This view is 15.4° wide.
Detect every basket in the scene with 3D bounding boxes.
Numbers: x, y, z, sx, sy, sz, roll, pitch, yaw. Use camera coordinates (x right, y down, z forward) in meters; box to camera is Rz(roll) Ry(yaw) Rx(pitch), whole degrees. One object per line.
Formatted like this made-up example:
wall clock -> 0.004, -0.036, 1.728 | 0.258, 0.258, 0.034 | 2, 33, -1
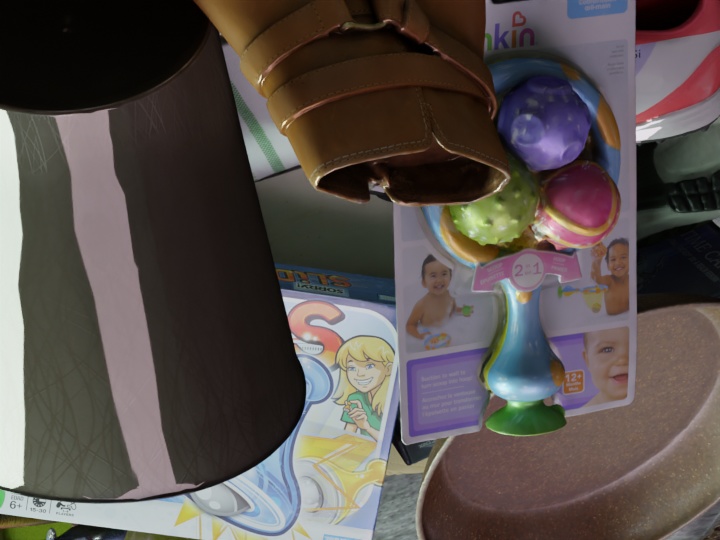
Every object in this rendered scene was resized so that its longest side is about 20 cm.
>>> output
basket -> -0.110, -0.023, 1.064 | 0.180, 0.136, 0.200 | 5, 134, 4

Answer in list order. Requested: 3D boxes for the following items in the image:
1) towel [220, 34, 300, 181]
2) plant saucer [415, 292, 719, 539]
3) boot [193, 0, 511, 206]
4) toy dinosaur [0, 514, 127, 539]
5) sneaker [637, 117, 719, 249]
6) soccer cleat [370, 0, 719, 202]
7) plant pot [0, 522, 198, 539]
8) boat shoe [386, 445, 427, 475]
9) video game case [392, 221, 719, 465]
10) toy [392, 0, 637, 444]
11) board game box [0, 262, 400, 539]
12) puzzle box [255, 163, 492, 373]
towel -> -0.058, -0.078, 1.171 | 0.199, 0.031, 0.149 | -18, 159, 4
plant saucer -> 0.112, 0.074, 1.262 | 0.200, 0.037, 0.201 | -17, 141, -14
boot -> -0.036, -0.098, 0.963 | 0.199, 0.155, 0.074 | -1, 154, -28
toy dinosaur -> -0.124, 0.083, 1.367 | 0.199, 0.105, 0.182 | 1, -160, 6
sneaker -> 0.125, -0.033, 1.323 | 0.199, 0.077, 0.089 | -16, 169, 14
soccer cleat -> 0.070, -0.084, 1.160 | 0.199, 0.068, 0.073 | -14, 124, -18
plant pot -> -0.125, 0.167, 1.509 | 0.200, 0.201, 0.193 | -24, 144, 23
boat shoe -> 0.009, 0.075, 1.426 | 0.200, 0.065, 0.072 | -27, 115, 34
video game case -> 0.094, 0.025, 1.330 | 0.199, 0.019, 0.143 | -23, -158, -6
toy -> 0.073, -0.024, 1.121 | 0.115, 0.201, 0.047 | -8, -159, -21
board game box -> -0.082, 0.058, 1.241 | 0.199, 0.034, 0.136 | 7, 112, -7
puzzle box -> 0.000, 0.000, 1.271 | 0.199, 0.025, 0.133 | -16, 116, 11
